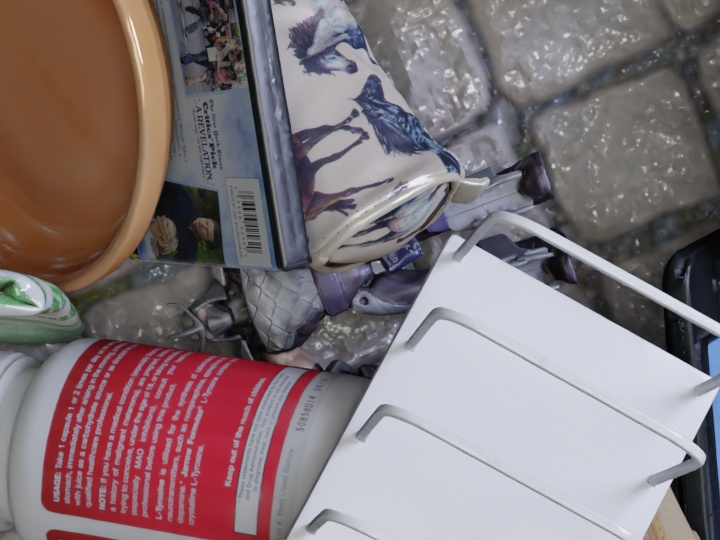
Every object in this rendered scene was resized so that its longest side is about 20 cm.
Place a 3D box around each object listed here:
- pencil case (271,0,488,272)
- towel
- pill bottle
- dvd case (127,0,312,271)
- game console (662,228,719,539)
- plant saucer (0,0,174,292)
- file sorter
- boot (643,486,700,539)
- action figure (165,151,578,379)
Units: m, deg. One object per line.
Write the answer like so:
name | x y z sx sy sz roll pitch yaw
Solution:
pencil case | -0.029 -0.094 1.237 0.089 0.078 0.200 -17 67 -34
towel | -0.207 0.018 1.225 0.152 0.200 0.023 2 83 -2
pill bottle | -0.092 0.092 1.268 0.200 0.112 0.112 8 98 16
dvd case | -0.094 -0.074 1.230 0.018 0.200 0.143 -14 101 -34
game console | 0.231 0.075 1.306 0.116 0.176 0.200 -2 99 25
plant saucer | -0.148 -0.090 1.238 0.037 0.200 0.200 -18 101 -41
file sorter | 0.059 0.095 1.136 0.139 0.125 0.200 29 79 -1
boot | 0.055 0.113 1.224 0.166 0.072 0.200 -27 81 -18
action figure | 0.000 0.000 1.302 0.200 0.069 0.130 -17 108 3
